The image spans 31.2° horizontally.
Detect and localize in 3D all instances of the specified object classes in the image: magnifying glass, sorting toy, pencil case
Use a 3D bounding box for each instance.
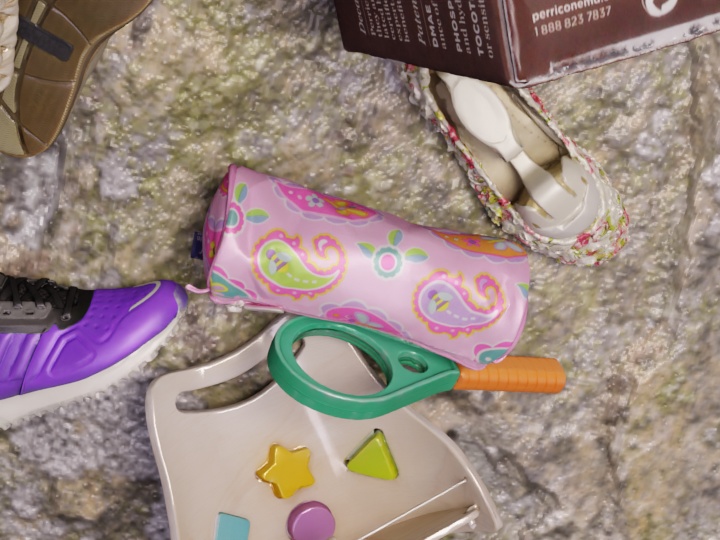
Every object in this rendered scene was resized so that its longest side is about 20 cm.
[{"bbox_3d":[0.038,0.060,0.795,0.200,0.080,0.022,7,126,-27],"label":"magnifying glass"},{"bbox_3d":[-0.045,0.125,0.816,0.200,0.107,0.180,-26,96,-13],"label":"sorting toy"},{"bbox_3d":[0.000,0.000,0.771,0.200,0.087,0.088,14,110,-9],"label":"pencil case"}]

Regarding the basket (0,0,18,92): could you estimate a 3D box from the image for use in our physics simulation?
[{"bbox_3d":[-0.284,-0.146,0.653,0.200,0.136,0.124,15,125,6],"label":"basket"}]

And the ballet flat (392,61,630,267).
[{"bbox_3d":[0.091,-0.067,0.763,0.076,0.064,0.200,-43,108,11],"label":"ballet flat"}]

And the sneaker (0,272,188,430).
[{"bbox_3d":[-0.208,0.034,0.783,0.200,0.070,0.100,-23,108,5],"label":"sneaker"}]

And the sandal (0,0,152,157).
[{"bbox_3d":[-0.163,-0.150,0.728,0.080,0.054,0.200,33,121,-9],"label":"sandal"}]

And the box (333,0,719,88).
[{"bbox_3d":[0.084,-0.195,0.615,0.166,0.200,0.165,-19,109,-17],"label":"box"}]
